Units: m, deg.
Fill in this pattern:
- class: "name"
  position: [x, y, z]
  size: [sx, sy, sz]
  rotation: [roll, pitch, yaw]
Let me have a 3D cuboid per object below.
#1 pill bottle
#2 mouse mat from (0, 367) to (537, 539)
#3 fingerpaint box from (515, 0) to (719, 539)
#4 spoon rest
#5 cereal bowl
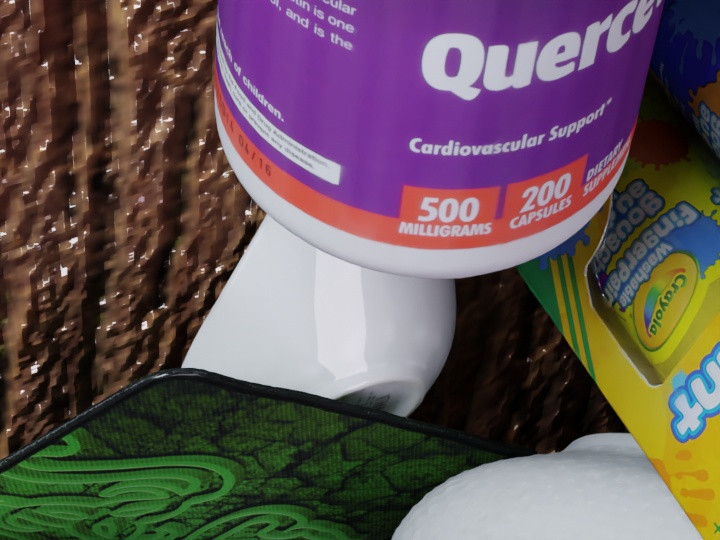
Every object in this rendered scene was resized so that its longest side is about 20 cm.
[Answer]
- class: "pill bottle"
  position: [0.023, -0.098, 0.565]
  size: [0.112, 0.113, 0.200]
  rotation: [-19, 145, -20]
- class: "mouse mat"
  position: [-0.053, 0.080, 0.785]
  size: [0.161, 0.008, 0.200]
  rotation: [-30, 151, 29]
- class: "fingerpaint box"
  position: [0.138, -0.041, 0.687]
  size: [0.073, 0.167, 0.200]
  rotation: [6, 131, -44]
- class: "spoon rest"
  position: [0.000, 0.000, 0.737]
  size: [0.099, 0.061, 0.200]
  rotation: [-13, 155, -26]
- class: "cereal bowl"
  position: [0.105, 0.109, 0.793]
  size: [0.200, 0.199, 0.084]
  rotation: [43, 59, -56]
